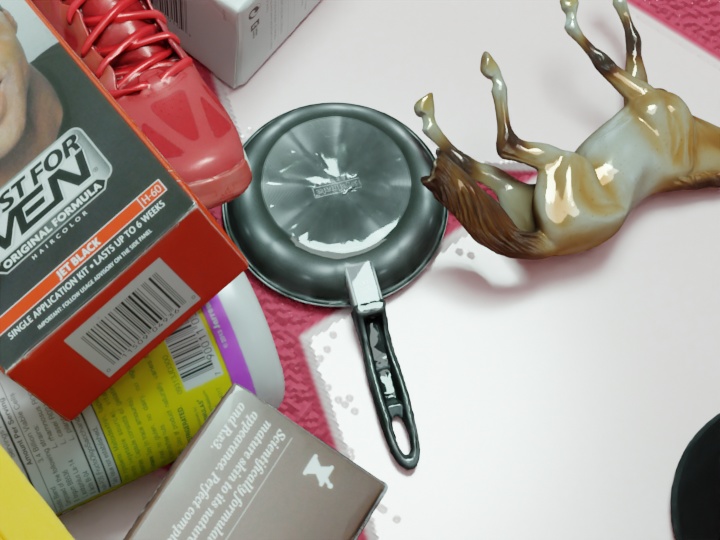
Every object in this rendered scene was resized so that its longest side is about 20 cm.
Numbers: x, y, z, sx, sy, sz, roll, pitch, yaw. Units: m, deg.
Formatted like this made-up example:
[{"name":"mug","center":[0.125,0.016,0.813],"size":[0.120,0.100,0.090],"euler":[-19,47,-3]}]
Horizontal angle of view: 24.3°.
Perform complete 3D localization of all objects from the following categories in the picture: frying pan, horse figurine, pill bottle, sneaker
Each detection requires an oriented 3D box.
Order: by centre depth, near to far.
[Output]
[{"name":"pill bottle","center":[-0.141,0.056,0.743],"size":[0.199,0.104,0.105],"euler":[-24,71,-13]},{"name":"sneaker","center":[-0.120,-0.113,0.770],"size":[0.078,0.116,0.200],"euler":[-26,44,-27]},{"name":"frying pan","center":[-0.017,-0.003,0.818],"size":[0.114,0.031,0.191],"euler":[7,65,1]},{"name":"horse figurine","center":[0.113,-0.064,0.831],"size":[0.200,0.050,0.133],"euler":[-35,91,-25]}]

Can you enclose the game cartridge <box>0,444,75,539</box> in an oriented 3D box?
[{"name":"game cartridge","center":[-0.119,0.123,0.574],"size":[0.032,0.200,0.177],"euler":[-39,97,-24]}]

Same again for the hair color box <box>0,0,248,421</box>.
[{"name":"hair color box","center":[-0.146,-0.046,0.699],"size":[0.101,0.061,0.200],"euler":[-41,60,-3]}]

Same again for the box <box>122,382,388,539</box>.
[{"name":"box","center":[-0.063,0.123,0.664],"size":[0.075,0.200,0.100],"euler":[35,69,-3]}]

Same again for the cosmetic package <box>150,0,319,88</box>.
[{"name":"cosmetic package","center":[-0.042,-0.210,0.873],"size":[0.113,0.081,0.200],"euler":[38,69,11]}]

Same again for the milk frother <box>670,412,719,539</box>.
[{"name":"milk frother","center":[0.222,0.035,0.729],"size":[0.180,0.188,0.201],"euler":[-18,70,-12]}]
